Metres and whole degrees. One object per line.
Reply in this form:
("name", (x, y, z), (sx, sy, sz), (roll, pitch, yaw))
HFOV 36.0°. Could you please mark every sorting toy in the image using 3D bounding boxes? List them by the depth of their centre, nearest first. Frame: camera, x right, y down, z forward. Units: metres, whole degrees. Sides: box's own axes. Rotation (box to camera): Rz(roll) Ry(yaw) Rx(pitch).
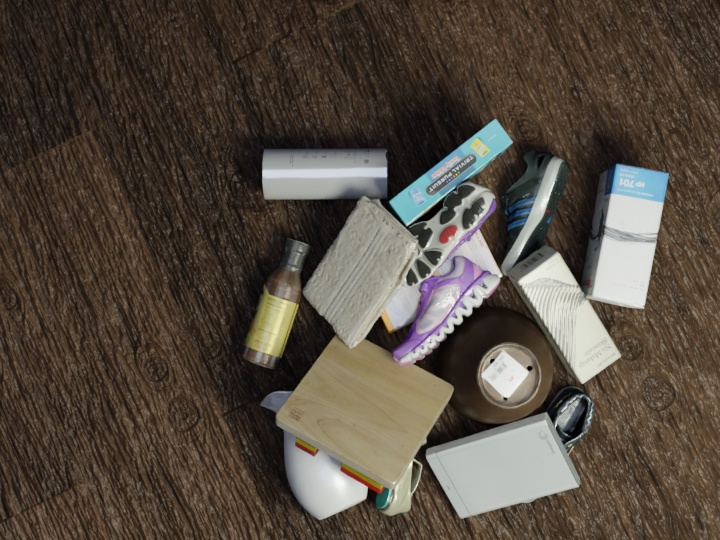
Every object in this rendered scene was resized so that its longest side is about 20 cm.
("sorting toy", (0.005, 0.214, 1.644), (0.199, 0.070, 0.199), (27, 50, 14))

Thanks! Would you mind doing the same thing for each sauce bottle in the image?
("sauce bottle", (-0.128, 0.051, 1.739), (0.064, 0.065, 0.202), (19, 87, 2))

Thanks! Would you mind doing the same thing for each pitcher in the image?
("pitcher", (-0.044, 0.265, 1.714), (0.170, 0.121, 0.202), (-20, 77, -14))

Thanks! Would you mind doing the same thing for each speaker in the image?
("speaker", (-0.055, -0.151, 1.733), (0.198, 0.081, 0.082), (0, 89, 1))

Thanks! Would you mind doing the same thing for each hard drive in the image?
("hard drive", (0.216, 0.300, 1.686), (0.198, 0.027, 0.133), (-21, 113, 21))

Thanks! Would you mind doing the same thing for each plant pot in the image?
("plant pot", (0.210, 0.150, 1.660), (0.185, 0.200, 0.189), (0, 89, 2))

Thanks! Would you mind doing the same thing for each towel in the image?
("towel", (0.000, 0.000, 1.671), (0.133, 0.034, 0.201), (47, 115, 29))

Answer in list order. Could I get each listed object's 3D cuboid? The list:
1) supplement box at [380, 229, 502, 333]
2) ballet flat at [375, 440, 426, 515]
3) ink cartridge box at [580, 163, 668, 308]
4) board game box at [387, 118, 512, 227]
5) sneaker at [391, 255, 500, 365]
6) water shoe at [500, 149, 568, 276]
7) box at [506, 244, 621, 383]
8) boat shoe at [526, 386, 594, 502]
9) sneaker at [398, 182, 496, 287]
("supplement box", (0.105, -0.003, 1.728), (0.199, 0.074, 0.127), (-26, 89, 2))
("ballet flat", (0.069, 0.282, 1.730), (0.069, 0.069, 0.202), (11, 81, 1))
("ink cartridge box", (0.399, -0.050, 1.687), (0.085, 0.146, 0.202), (12, 89, 3))
("board game box", (0.133, -0.142, 1.693), (0.199, 0.151, 0.047), (-38, 89, 0))
("sneaker", (0.113, 0.055, 1.658), (0.200, 0.080, 0.088), (-45, 84, -3))
("water shoe", (0.257, -0.090, 1.742), (0.078, 0.071, 0.202), (26, 92, 30))
("box", (0.311, 0.067, 1.699), (0.082, 0.068, 0.201), (-36, 104, -1))
("boat shoe", (0.291, 0.270, 1.709), (0.070, 0.091, 0.202), (28, 90, 2))
("sneaker", (0.127, -0.045, 1.654), (0.200, 0.083, 0.081), (-40, 67, 18))
